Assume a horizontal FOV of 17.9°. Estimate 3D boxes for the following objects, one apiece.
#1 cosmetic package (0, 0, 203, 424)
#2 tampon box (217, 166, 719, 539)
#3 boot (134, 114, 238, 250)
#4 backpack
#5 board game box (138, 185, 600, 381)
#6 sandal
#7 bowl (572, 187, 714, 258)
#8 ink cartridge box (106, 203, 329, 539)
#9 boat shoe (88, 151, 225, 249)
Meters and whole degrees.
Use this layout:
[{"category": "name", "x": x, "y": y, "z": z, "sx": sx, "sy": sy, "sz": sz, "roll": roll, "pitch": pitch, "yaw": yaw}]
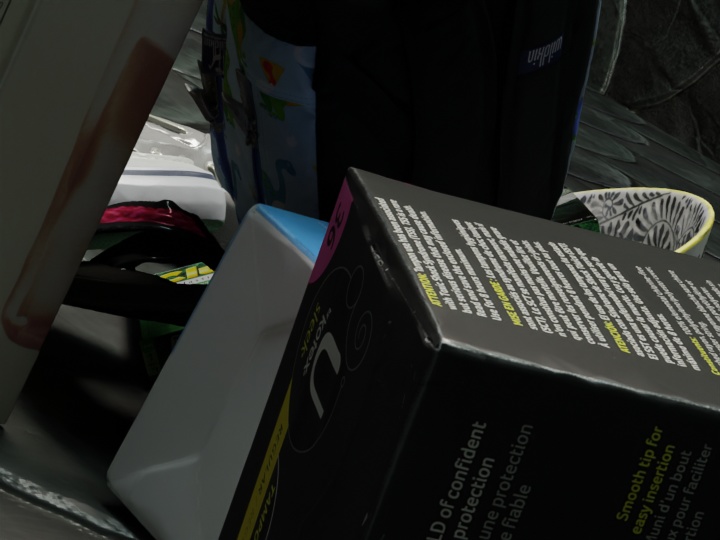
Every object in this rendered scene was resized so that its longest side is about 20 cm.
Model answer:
[{"category": "cosmetic package", "x": -0.138, "y": -0.058, "z": 0.788, "sx": 0.103, "sy": 0.201, "sz": 0.087, "roll": 34, "pitch": 13, "yaw": 29}, {"category": "tampon box", "x": 0.073, "y": 0.080, "z": 0.679, "sx": 0.198, "sy": 0.151, "sz": 0.126, "roll": 14, "pitch": 20, "yaw": -18}, {"category": "boot", "x": -0.101, "y": -0.038, "z": 1.170, "sx": 0.198, "sy": 0.074, "sz": 0.096, "roll": 20, "pitch": 16, "yaw": 9}, {"category": "backpack", "x": 0.015, "y": -0.066, "z": 0.872, "sx": 0.163, "sy": 0.201, "sz": 0.153, "roll": -30, "pitch": 38, "yaw": -28}, {"category": "board game box", "x": 0.000, "y": 0.000, "z": 0.997, "sx": 0.198, "sy": 0.024, "sz": 0.105, "roll": -15, "pitch": 17, "yaw": -2}, {"category": "sandal", "x": -0.095, "y": -0.006, "z": 0.879, "sx": 0.199, "sy": 0.046, "sz": 0.075, "roll": 7, "pitch": -4, "yaw": 40}, {"category": "bowl", "x": 0.070, "y": 0.038, "z": 1.023, "sx": 0.199, "sy": 0.095, "sz": 0.201, "roll": -15, "pitch": 14, "yaw": 4}, {"category": "ink cartridge box", "x": 0.018, "y": 0.057, "z": 0.834, "sx": 0.199, "sy": 0.116, "sz": 0.067, "roll": 14, "pitch": 20, "yaw": -49}, {"category": "boat shoe", "x": -0.146, "y": -0.048, "z": 0.913, "sx": 0.198, "sy": 0.067, "sz": 0.073, "roll": 2, "pitch": -11, "yaw": -30}]
